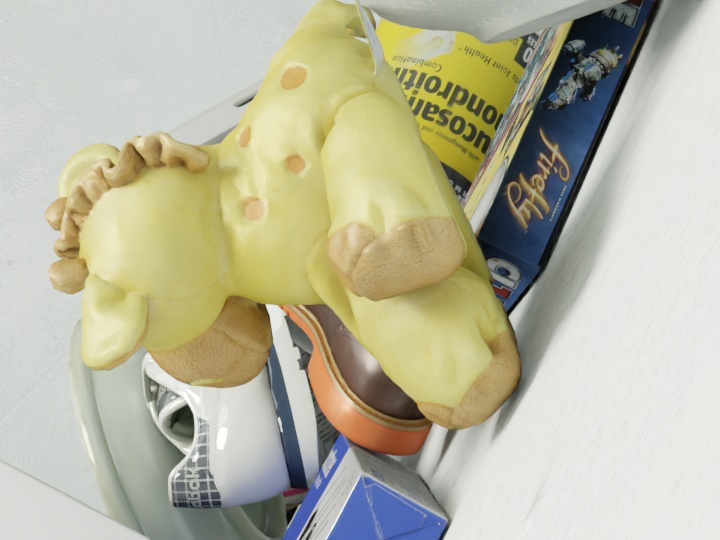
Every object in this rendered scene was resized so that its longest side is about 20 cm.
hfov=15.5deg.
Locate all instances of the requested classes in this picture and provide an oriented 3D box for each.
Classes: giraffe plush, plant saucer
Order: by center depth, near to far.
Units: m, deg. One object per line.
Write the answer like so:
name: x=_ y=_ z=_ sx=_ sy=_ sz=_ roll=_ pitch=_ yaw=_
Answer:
giraffe plush: x=-0.042 y=-0.012 z=1.093 sx=0.161 sy=0.201 sz=0.173 roll=-24 pitch=11 yaw=5
plant saucer: x=-0.083 y=0.105 z=1.384 sx=0.050 sy=0.201 sz=0.200 roll=-24 pitch=13 yaw=12

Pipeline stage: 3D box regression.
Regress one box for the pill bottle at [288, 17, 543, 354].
pill bottle: x=0.029 y=-0.047 z=1.416 sx=0.201 sy=0.112 sz=0.112 roll=-65 pitch=3 yaw=-24

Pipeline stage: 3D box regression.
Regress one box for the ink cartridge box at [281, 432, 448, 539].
ink cartridge box: x=-0.009 y=0.129 z=1.163 sx=0.094 sy=0.044 sz=0.200 roll=-61 pitch=3 yaw=-1

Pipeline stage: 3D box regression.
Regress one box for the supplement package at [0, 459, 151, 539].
supplement package: x=-0.182 y=0.168 z=1.269 sx=0.118 sy=0.117 sz=0.200 roll=-62 pitch=3 yaw=-17

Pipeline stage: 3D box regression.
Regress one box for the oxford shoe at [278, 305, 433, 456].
oxford shoe: x=0.000 y=0.000 z=1.260 sx=0.073 sy=0.071 sz=0.200 roll=-64 pitch=35 yaw=27

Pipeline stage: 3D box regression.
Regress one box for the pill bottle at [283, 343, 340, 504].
pill bottle: x=-0.062 y=0.031 z=1.507 sx=0.201 sy=0.113 sz=0.114 roll=74 pitch=-149 yaw=-45

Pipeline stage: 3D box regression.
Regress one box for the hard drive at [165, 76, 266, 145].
hard drive: x=-0.055 y=-0.023 z=1.586 sx=0.132 sy=0.026 sz=0.201 roll=-31 pitch=-42 yaw=-27

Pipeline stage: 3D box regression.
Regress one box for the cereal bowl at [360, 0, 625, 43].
cereal bowl: x=0.083 y=-0.152 z=1.145 sx=0.199 sy=0.084 sz=0.200 roll=-19 pitch=0 yaw=0

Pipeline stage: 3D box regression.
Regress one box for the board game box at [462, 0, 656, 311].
board game box: x=0.087 y=-0.062 z=1.281 sx=0.201 sy=0.034 sz=0.136 roll=-65 pitch=3 yaw=-27

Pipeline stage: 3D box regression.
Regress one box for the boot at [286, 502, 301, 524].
boot: x=-0.066 y=0.151 z=1.770 sx=0.186 sy=0.064 sz=0.200 roll=-48 pitch=-5 yaw=-44

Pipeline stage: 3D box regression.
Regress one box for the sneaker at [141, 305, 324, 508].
sneaker: x=-0.075 y=0.034 z=1.324 sx=0.201 sy=0.080 sz=0.077 roll=-108 pitch=4 yaw=-46
